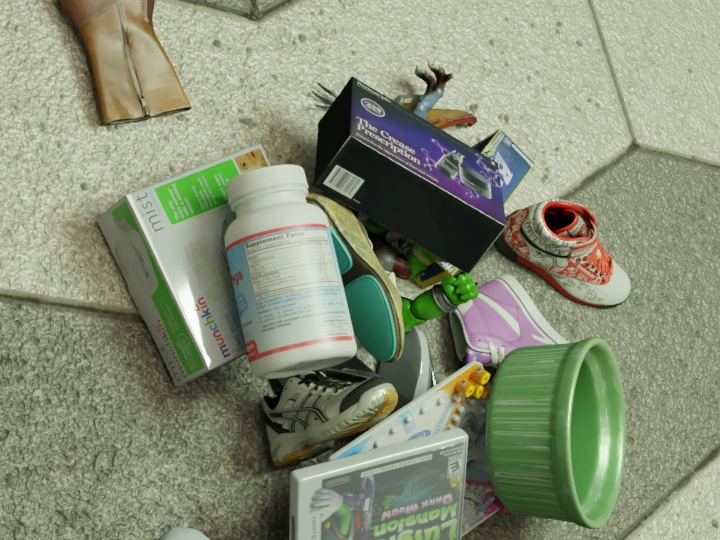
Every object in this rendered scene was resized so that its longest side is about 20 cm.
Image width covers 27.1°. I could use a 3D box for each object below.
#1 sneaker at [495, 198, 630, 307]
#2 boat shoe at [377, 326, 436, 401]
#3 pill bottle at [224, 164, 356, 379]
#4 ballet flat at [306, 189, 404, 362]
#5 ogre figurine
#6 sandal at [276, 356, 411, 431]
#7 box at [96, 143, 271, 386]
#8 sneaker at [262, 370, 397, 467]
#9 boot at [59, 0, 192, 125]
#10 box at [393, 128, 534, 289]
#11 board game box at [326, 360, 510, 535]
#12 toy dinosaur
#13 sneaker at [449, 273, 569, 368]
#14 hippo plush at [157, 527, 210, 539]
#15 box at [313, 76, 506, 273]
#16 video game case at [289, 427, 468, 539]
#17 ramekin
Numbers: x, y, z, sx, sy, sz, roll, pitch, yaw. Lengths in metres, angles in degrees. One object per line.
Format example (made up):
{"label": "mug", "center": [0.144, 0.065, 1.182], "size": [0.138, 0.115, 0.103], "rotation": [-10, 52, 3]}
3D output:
{"label": "sneaker", "center": [0.269, -0.020, 1.805], "size": [0.201, 0.108, 0.067], "rotation": [28, 64, -19]}
{"label": "boat shoe", "center": [0.065, 0.164, 1.667], "size": [0.066, 0.070, 0.201], "rotation": [19, 61, -43]}
{"label": "pill bottle", "center": [-0.076, 0.001, 1.502], "size": [0.109, 0.109, 0.201], "rotation": [-7, 78, -30]}
{"label": "ballet flat", "center": [0.000, 0.000, 1.583], "size": [0.071, 0.071, 0.200], "rotation": [-33, 93, -32]}
{"label": "ogre figurine", "center": [0.025, -0.012, 1.655], "size": [0.200, 0.120, 0.098], "rotation": [37, 25, -7]}
{"label": "sandal", "center": [0.001, 0.137, 1.610], "size": [0.200, 0.043, 0.076], "rotation": [28, 77, 8]}
{"label": "box", "center": [-0.153, -0.006, 1.582], "size": [0.176, 0.097, 0.200], "rotation": [-24, 88, -34]}
{"label": "sneaker", "center": [-0.043, 0.136, 1.535], "size": [0.076, 0.200, 0.088], "rotation": [-7, 73, -41]}
{"label": "boot", "center": [-0.226, -0.271, 1.639], "size": [0.188, 0.068, 0.200], "rotation": [-20, 86, -32]}
{"label": "box", "center": [0.121, -0.074, 1.764], "size": [0.064, 0.070, 0.200], "rotation": [44, 60, -11]}
{"label": "board game box", "center": [0.078, 0.225, 1.588], "size": [0.200, 0.026, 0.200], "rotation": [-32, 125, -18]}
{"label": "toy dinosaur", "center": [0.042, -0.159, 1.743], "size": [0.200, 0.105, 0.182], "rotation": [39, 80, -27]}
{"label": "sneaker", "center": [0.180, 0.108, 1.728], "size": [0.114, 0.073, 0.201], "rotation": [-27, 65, -28]}
{"label": "hippo plush", "center": [-0.154, 0.336, 1.467], "size": [0.161, 0.200, 0.159], "rotation": [42, 24, 15]}
{"label": "box", "center": [0.053, -0.104, 1.617], "size": [0.200, 0.079, 0.141], "rotation": [29, 27, -17]}
{"label": "video game case", "center": [0.019, 0.265, 1.537], "size": [0.200, 0.023, 0.182], "rotation": [-11, 118, -27]}
{"label": "ramekin", "center": [0.208, 0.172, 1.591], "size": [0.200, 0.097, 0.201], "rotation": [5, 84, -64]}
